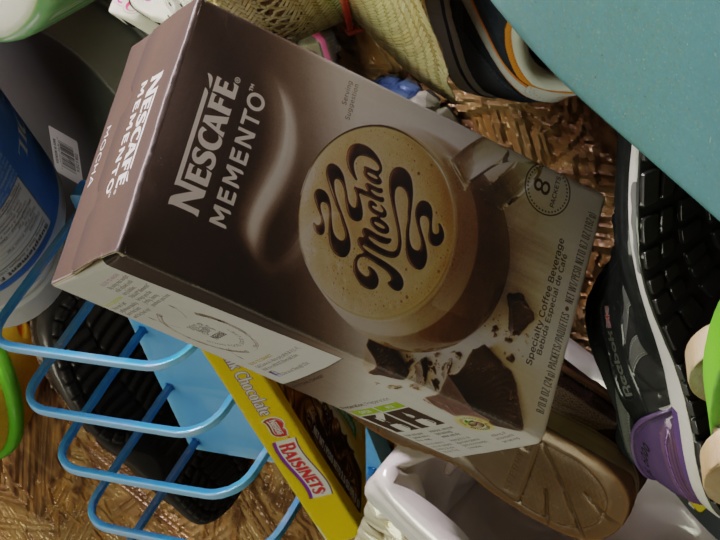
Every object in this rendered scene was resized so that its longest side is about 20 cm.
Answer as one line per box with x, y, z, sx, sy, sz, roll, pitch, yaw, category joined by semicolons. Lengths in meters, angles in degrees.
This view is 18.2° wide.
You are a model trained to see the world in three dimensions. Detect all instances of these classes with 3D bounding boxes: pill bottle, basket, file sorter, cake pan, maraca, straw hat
-0.221;-0.044;1.197;0.112;0.112;0.200;34;168;21;pill bottle
0.103;0.150;1.097;0.200;0.135;0.124;42;148;12;basket
-0.091;0.071;1.214;0.138;0.123;0.201;7;137;31;file sorter
-0.155;-0.074;1.265;0.199;0.037;0.201;30;142;27;cake pan
-0.273;0.072;1.484;0.137;0.107;0.200;50;148;12;maraca
-0.039;-0.134;0.934;0.202;0.085;0.201;62;180;-1;straw hat

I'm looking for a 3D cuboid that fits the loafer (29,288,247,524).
-0.144;0.077;1.346;0.071;0.073;0.201;20;149;45;loafer

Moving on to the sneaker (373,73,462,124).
0.000;0.000;1.113;0.077;0.085;0.201;27;141;30;sneaker

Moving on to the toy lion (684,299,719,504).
0.229;0.013;0.800;0.198;0.069;0.192;2;143;-4;toy lion

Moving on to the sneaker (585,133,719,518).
0.121;0.006;0.940;0.087;0.075;0.202;18;125;52;sneaker

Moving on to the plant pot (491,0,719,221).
0.118;-0.140;0.791;0.200;0.141;0.142;38;146;27;plant pot

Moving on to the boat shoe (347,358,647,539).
0.049;0.043;1.036;0.199;0.072;0.072;31;136;13;boat shoe

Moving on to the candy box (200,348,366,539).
-0.041;0.036;1.097;0.026;0.103;0.201;-15;136;13;candy box

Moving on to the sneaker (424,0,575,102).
0.052;-0.156;0.906;0.079;0.078;0.201;14;140;46;sneaker

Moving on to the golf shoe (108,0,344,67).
-0.078;-0.151;1.038;0.073;0.092;0.201;40;153;63;golf shoe

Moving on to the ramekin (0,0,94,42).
-0.182;-0.210;1.104;0.199;0.098;0.201;30;142;27;ramekin

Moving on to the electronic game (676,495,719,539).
0.194;0.064;0.980;0.199;0.042;0.201;30;138;31;electronic game

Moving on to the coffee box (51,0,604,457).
-0.011;-0.013;0.924;0.199;0.114;0.080;24;161;-22;coffee box
